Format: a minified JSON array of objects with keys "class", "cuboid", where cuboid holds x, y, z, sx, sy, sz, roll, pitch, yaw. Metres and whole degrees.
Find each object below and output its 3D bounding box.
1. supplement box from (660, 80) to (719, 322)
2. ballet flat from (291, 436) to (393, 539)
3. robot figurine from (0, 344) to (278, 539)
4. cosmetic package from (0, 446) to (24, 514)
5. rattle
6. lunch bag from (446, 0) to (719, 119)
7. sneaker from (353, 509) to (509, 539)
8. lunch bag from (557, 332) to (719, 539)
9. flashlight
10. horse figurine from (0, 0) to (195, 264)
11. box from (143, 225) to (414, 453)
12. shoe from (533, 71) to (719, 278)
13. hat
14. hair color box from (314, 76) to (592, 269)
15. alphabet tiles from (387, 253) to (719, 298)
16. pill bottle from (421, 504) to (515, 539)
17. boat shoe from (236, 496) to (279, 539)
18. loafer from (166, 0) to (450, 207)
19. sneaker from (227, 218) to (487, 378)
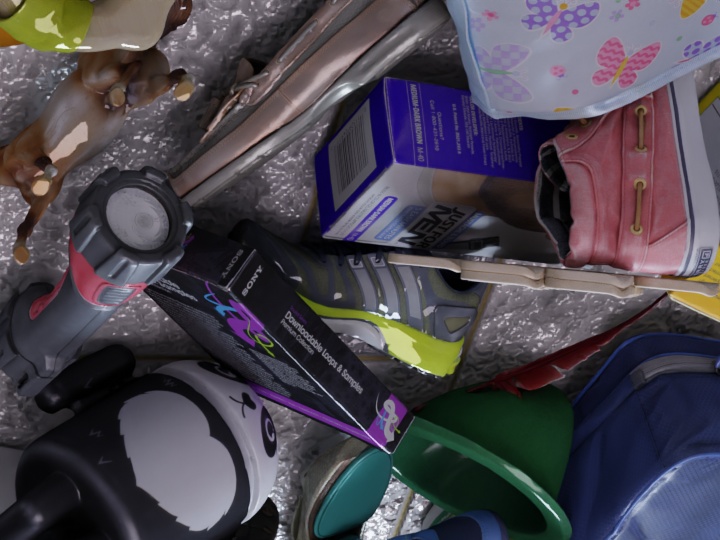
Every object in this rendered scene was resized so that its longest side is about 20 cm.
[{"class":"supplement box","cuboid":[0.283,-0.067,1.267,0.109,0.109,0.200,23,121,-35]},{"class":"ballet flat","cuboid":[-0.025,0.174,1.409,0.067,0.062,0.201,-18,141,-30]},{"class":"robot figurine","cuboid":[-0.142,0.138,1.258,0.200,0.124,0.151,-31,124,-41]},{"class":"cosmetic package","cuboid":[-0.258,0.182,1.321,0.199,0.085,0.108,13,124,-28]},{"class":"rattle","cuboid":[-0.158,-0.219,1.029,0.129,0.143,0.201,-3,99,-17]},{"class":"lunch bag","cuboid":[0.136,-0.192,1.091,0.199,0.127,0.170,-28,137,-7]},{"class":"sneaker","cuboid":[0.015,0.228,1.375,0.200,0.074,0.082,-33,133,16]},{"class":"lunch bag","cuboid":[0.221,0.132,1.413,0.135,0.133,0.200,10,132,-32]},{"class":"flashlight","cuboid":[-0.169,0.006,1.160,0.068,0.068,0.200,48,144,-3]},{"class":"horse figurine","cuboid":[-0.157,-0.087,1.099,0.050,0.133,0.200,41,97,-23]},{"class":"box","cuboid":[-0.068,0.035,1.220,0.036,0.143,0.200,-57,136,-14]},{"class":"shoe","cuboid":[0.148,-0.084,1.146,0.090,0.201,0.072,2,145,-11]},{"class":"hat","cuboid":[0.122,0.085,1.394,0.177,0.199,0.166,-59,147,-20]},{"class":"hair color box","cuboid":[0.083,-0.058,1.213,0.199,0.065,0.109,5,154,-25]},{"class":"alphabet tiles","cuboid":[0.120,0.005,1.175,0.194,0.200,0.015,5,90,10]},{"class":"pill bottle","cuboid":[0.123,0.260,1.448,0.112,0.200,0.113,-10,134,-11]},{"class":"boat shoe","cuboid":[-0.126,0.239,1.368,0.076,0.200,0.074,38,142,4]},{"class":"loafer","cuboid":[-0.041,-0.115,1.149,0.200,0.072,0.063,-35,92,12]},{"class":"sneaker","cuboid":[0.000,0.000,1.268,0.199,0.074,0.081,23,104,-36]}]
